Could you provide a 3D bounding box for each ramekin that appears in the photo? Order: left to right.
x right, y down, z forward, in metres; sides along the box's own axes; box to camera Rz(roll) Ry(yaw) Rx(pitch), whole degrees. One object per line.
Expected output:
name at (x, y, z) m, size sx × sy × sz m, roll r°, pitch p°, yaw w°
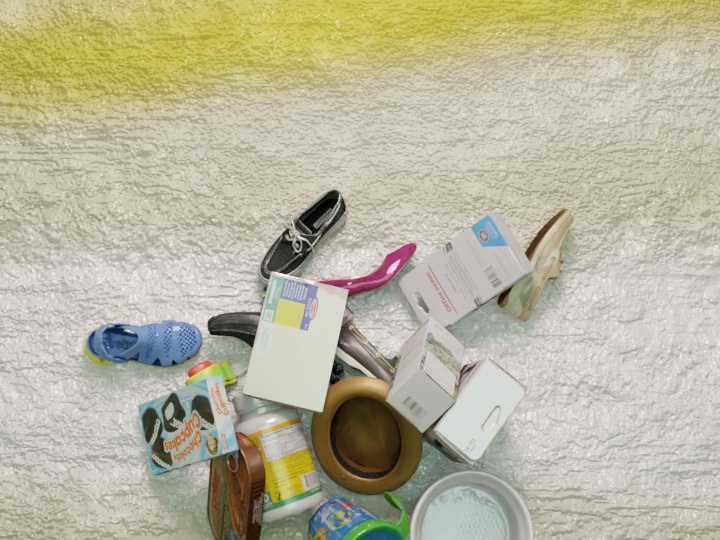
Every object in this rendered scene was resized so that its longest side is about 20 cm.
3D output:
ramekin at (0.172, 0.423, 1.697) m, size 0.196 × 0.098 × 0.205 m, roll 1°, pitch 80°, yaw -4°

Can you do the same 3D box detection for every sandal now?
sandal at (-0.356, 0.119, 1.728) m, size 0.196 × 0.087 × 0.081 m, roll -5°, pitch 79°, yaw -6°

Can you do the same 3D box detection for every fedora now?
fedora at (0.014, 0.258, 1.710) m, size 0.196 × 0.082 × 0.205 m, roll 3°, pitch 106°, yaw 10°

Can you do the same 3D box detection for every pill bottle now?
pill bottle at (-0.139, 0.289, 1.696) m, size 0.111 × 0.113 × 0.204 m, roll -17°, pitch 82°, yaw -6°

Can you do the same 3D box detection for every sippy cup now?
sippy cup at (-0.015, 0.428, 1.659) m, size 0.175 × 0.130 × 0.143 m, roll -5°, pitch 110°, yaw -33°

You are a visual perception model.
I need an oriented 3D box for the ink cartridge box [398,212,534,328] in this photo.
ink cartridge box at (0.174, 0.008, 1.758) m, size 0.199 × 0.066 × 0.117 m, roll -35°, pitch 82°, yaw 23°

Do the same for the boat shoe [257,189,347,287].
boat shoe at (-0.099, -0.056, 1.770) m, size 0.199 × 0.068 × 0.074 m, roll -40°, pitch 68°, yaw -10°

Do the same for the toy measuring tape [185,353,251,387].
toy measuring tape at (-0.219, 0.166, 1.734) m, size 0.198 × 0.074 × 0.074 m, roll -29°, pitch 83°, yaw -7°

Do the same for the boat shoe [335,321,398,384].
boat shoe at (0.040, 0.163, 1.746) m, size 0.200 × 0.072 × 0.061 m, roll 37°, pitch 85°, yaw 6°

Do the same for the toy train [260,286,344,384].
toy train at (-0.102, 0.109, 1.770) m, size 0.046 × 0.034 × 0.201 m, roll -41°, pitch 84°, yaw 2°

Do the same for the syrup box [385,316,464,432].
syrup box at (0.105, 0.160, 1.672) m, size 0.079 × 0.200 × 0.082 m, roll 41°, pitch 111°, yaw -7°

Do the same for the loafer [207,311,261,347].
loafer at (-0.154, 0.106, 1.724) m, size 0.196 × 0.068 × 0.072 m, roll 3°, pitch 80°, yaw 4°

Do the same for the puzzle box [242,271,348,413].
puzzle box at (-0.101, 0.113, 1.678) m, size 0.130 × 0.025 × 0.204 m, roll 13°, pitch 75°, yaw -1°

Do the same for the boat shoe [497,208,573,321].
boat shoe at (0.310, -0.010, 1.793) m, size 0.064 × 0.072 × 0.202 m, roll 33°, pitch 85°, yaw -4°

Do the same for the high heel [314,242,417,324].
high heel at (0.000, 0.000, 1.778) m, size 0.199 × 0.067 × 0.096 m, roll -42°, pitch 89°, yaw 2°

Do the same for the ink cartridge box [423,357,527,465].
ink cartridge box at (0.174, 0.223, 1.678) m, size 0.085 × 0.200 × 0.148 m, roll 37°, pitch 80°, yaw 3°

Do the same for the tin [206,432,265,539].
tin at (-0.196, 0.350, 1.664) m, size 0.111 × 0.041 × 0.204 m, roll 26°, pitch 118°, yaw 40°

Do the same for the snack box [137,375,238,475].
snack box at (-0.274, 0.247, 1.667) m, size 0.037 × 0.198 × 0.118 m, roll -5°, pitch 76°, yaw -46°
